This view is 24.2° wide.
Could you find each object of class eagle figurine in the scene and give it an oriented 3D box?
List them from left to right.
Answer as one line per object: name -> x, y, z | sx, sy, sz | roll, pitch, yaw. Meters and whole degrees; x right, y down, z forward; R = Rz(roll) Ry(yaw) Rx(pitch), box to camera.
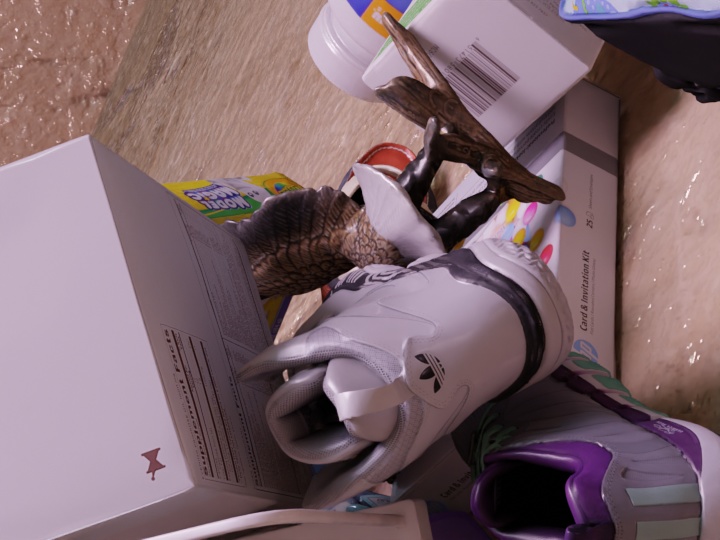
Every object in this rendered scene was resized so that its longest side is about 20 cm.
eagle figurine -> 0.005, 0.002, 0.848 | 0.200, 0.151, 0.152 | -46, 39, 23

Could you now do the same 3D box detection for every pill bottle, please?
pill bottle -> 0.045, -0.208, 1.143 | 0.200, 0.112, 0.112 | -51, 23, 41

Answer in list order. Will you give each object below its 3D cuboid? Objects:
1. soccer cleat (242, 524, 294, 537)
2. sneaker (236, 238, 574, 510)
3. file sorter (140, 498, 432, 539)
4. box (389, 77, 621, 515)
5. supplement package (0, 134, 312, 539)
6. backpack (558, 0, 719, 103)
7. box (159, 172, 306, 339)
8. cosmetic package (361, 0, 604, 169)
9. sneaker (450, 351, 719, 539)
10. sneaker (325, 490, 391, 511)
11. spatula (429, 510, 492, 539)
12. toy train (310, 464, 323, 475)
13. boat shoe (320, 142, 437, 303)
soccer cleat -> -0.073, 0.180, 0.813 | 0.200, 0.085, 0.069 | -46, -22, -37
sneaker -> -0.007, 0.046, 0.713 | 0.115, 0.075, 0.200 | -28, 3, -31
file sorter -> -0.042, 0.199, 0.642 | 0.139, 0.125, 0.200 | -16, 76, 23
box -> 0.077, 0.015, 0.883 | 0.156, 0.041, 0.200 | -48, 26, 45
supplement package -> -0.146, 0.061, 0.726 | 0.200, 0.191, 0.147 | 42, -151, -74
backpack -> 0.170, -0.185, 0.698 | 0.200, 0.147, 0.183 | -64, 20, -1
box -> -0.104, 0.007, 0.967 | 0.200, 0.048, 0.117 | -10, -53, -57
cosmetic package -> 0.093, -0.160, 0.907 | 0.108, 0.085, 0.200 | -43, 14, 45
sneaker -> 0.069, 0.074, 0.692 | 0.200, 0.087, 0.074 | -167, 78, -65
sneaker -> -0.001, 0.154, 0.872 | 0.086, 0.078, 0.200 | -66, 17, -11
spatula -> 0.065, 0.145, 0.744 | 0.200, 0.056, 0.021 | -163, 62, -66
toy train -> -0.086, 0.127, 0.965 | 0.087, 0.114, 0.200 | -25, 3, 26
boat shoe -> 0.012, -0.028, 1.031 | 0.200, 0.071, 0.063 | -76, -5, -55
